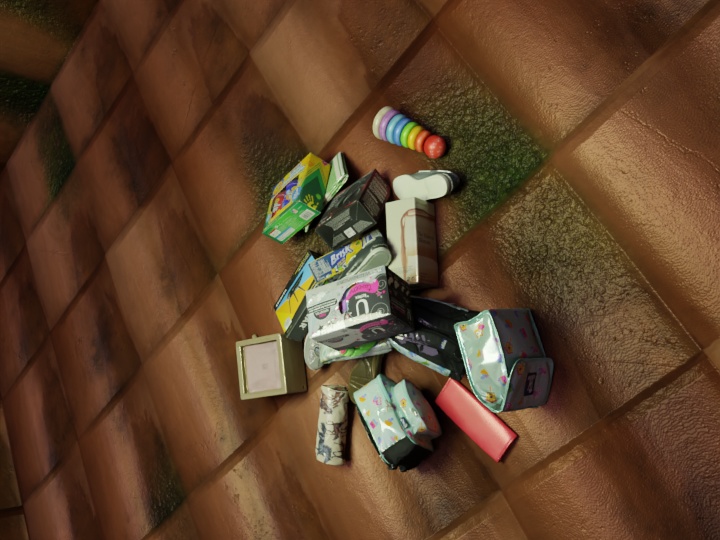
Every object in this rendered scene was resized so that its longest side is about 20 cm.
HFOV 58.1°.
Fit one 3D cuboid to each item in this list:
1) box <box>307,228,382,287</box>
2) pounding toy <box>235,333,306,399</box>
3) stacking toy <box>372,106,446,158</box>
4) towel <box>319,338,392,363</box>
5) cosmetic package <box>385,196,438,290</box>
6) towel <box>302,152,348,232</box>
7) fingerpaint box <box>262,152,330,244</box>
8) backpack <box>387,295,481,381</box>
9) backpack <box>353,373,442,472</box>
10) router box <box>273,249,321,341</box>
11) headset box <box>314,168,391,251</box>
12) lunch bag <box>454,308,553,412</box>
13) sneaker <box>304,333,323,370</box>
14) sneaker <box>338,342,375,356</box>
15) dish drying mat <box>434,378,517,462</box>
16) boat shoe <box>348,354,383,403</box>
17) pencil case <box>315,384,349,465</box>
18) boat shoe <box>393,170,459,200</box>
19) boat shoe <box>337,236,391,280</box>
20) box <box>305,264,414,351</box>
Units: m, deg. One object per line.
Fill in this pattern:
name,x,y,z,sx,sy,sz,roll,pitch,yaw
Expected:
box,-0.026,-0.022,1.611,0.198,0.070,0.065,-26,63,-5
pounding toy,-0.254,0.254,1.797,0.198,0.142,0.187,-13,78,28
stacking toy,0.125,-0.329,1.591,0.199,0.085,0.086,35,106,32
towel,-0.012,0.126,1.574,0.198,0.048,0.173,-13,61,21
cosmetic package,0.123,-0.061,1.537,0.086,0.103,0.203,-9,80,36
towel,-0.102,-0.216,1.754,0.201,0.023,0.153,-51,27,24
fingerpaint box,-0.175,-0.193,1.753,0.199,0.073,0.169,-32,40,46
backpack,0.149,0.139,1.449,0.197,0.154,0.165,19,80,-1
backpack,0.081,0.331,1.473,0.153,0.176,0.200,-43,59,6
router box,-0.151,0.066,1.746,0.201,0.051,0.149,-58,35,16
headset box,-0.013,-0.158,1.621,0.148,0.077,0.201,-29,22,32
lunch bag,0.299,0.185,1.314,0.121,0.169,0.202,-33,65,39
sneaker,-0.095,0.166,1.680,0.082,0.074,0.203,-131,59,-76
sneaker,0.012,0.112,1.511,0.201,0.076,0.084,-57,26,0
dish drying mat,0.252,0.326,1.432,0.200,0.018,0.077,41,109,36
boat shoe,0.023,0.237,1.614,0.072,0.063,0.204,14,99,32
pencil case,-0.067,0.391,1.640,0.077,0.089,0.203,3,87,34
boat shoe,0.157,-0.205,1.562,0.199,0.061,0.074,3,114,54
boat shoe,0.000,0.000,1.544,0.200,0.075,0.061,-41,38,26
box,-0.002,0.087,1.392,0.198,0.132,0.116,-19,63,23
